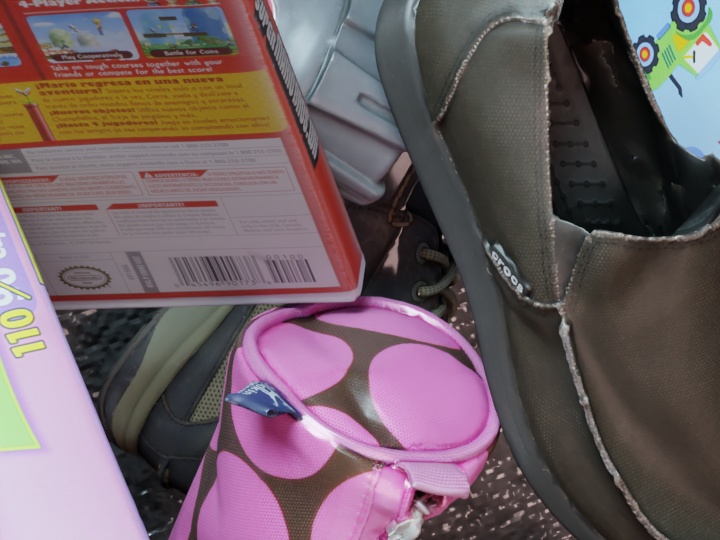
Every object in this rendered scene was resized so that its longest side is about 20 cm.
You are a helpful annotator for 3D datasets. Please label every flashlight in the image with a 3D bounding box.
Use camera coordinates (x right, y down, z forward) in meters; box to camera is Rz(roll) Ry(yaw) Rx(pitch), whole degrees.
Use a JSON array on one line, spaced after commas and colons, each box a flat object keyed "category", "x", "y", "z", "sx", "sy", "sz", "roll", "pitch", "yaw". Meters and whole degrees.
[{"category": "flashlight", "x": -0.070, "y": -0.082, "z": 0.648, "sx": 0.199, "sy": 0.068, "sz": 0.068, "roll": 30, "pitch": 111, "yaw": -22}]

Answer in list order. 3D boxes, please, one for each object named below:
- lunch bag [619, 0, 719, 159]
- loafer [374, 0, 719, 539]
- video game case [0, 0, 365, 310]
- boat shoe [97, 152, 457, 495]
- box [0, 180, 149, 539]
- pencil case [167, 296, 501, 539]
[{"category": "lunch bag", "x": 0.140, "y": 0.000, "z": 0.723, "sx": 0.094, "sy": 0.201, "sz": 0.151, "roll": 6, "pitch": 136, "yaw": -38}, {"category": "loafer", "x": 0.071, "y": 0.002, "z": 0.653, "sx": 0.073, "sy": 0.071, "sz": 0.201, "roll": -37, "pitch": 106, "yaw": -34}, {"category": "video game case", "x": -0.088, "y": -0.051, "z": 0.630, "sx": 0.142, "sy": 0.018, "sz": 0.200, "roll": -1, "pitch": 146, "yaw": 14}, {"category": "boat shoe", "x": 0.000, "y": 0.000, "z": 0.769, "sx": 0.073, "sy": 0.074, "sz": 0.200, "roll": 44, "pitch": 110, "yaw": 11}, {"category": "box", "x": -0.128, "y": 0.101, "z": 0.671, "sx": 0.096, "sy": 0.177, "sz": 0.200, "roll": -15, "pitch": 153, "yaw": -22}, {"category": "pencil case", "x": -0.025, "y": 0.108, "z": 0.714, "sx": 0.090, "sy": 0.094, "sz": 0.201, "roll": -4, "pitch": 127, "yaw": -35}]
